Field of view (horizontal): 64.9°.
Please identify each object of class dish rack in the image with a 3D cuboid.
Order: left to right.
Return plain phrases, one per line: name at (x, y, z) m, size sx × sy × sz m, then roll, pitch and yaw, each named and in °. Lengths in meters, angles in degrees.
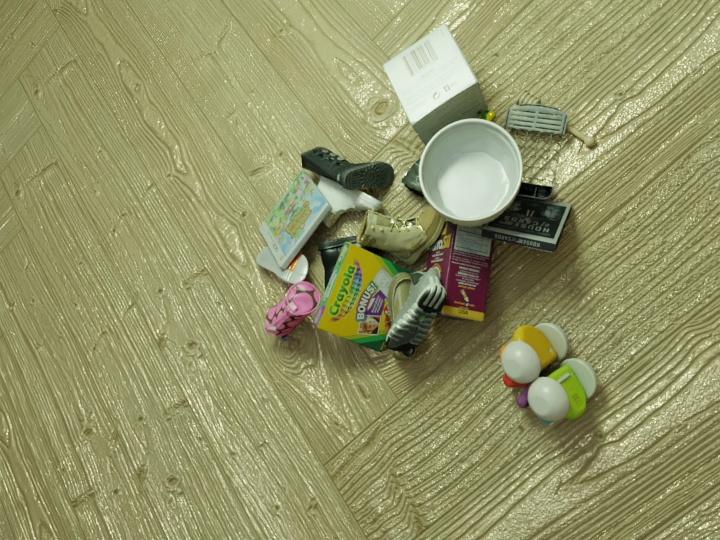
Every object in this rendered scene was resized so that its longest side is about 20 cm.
dish rack at (0.369, -0.265, 1.246) m, size 0.150 × 0.054 × 0.205 m, roll 14°, pitch 98°, yaw 26°

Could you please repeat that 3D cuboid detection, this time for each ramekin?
ramekin at (0.217, -0.183, 1.119) m, size 0.195 × 0.105 × 0.206 m, roll -2°, pitch 80°, yaw 12°

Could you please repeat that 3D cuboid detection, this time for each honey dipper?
honey dipper at (0.434, -0.336, 1.255) m, size 0.199 × 0.038 × 0.038 m, roll 40°, pitch 97°, yaw 21°

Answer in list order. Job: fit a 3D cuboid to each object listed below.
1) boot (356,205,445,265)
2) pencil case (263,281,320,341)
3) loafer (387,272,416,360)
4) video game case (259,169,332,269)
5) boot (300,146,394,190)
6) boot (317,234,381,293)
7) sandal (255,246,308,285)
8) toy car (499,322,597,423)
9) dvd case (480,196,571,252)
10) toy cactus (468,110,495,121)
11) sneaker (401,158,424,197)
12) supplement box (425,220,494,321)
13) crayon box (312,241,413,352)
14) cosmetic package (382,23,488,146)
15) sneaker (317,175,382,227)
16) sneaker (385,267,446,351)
boot at (0.089, -0.102, 1.249) m, size 0.201 × 0.152 × 0.074 m, roll 128°, pitch 156°, yaw -49°
pencil case at (-0.167, 0.098, 1.355) m, size 0.092 × 0.092 × 0.200 m, roll 60°, pitch 148°, yaw 9°
loafer at (0.106, 0.107, 1.276) m, size 0.074 × 0.067 × 0.205 m, roll -7°, pitch 100°, yaw -21°
video game case at (-0.170, -0.132, 1.437) m, size 0.201 × 0.022 × 0.183 m, roll -51°, pitch 44°, yaw 13°
boot at (-0.034, -0.258, 1.413) m, size 0.199 × 0.162 × 0.067 m, roll 29°, pitch 119°, yaw 46°
boot at (0.000, 0.000, 1.363) m, size 0.195 × 0.076 × 0.173 m, roll -11°, pitch 95°, yaw -2°
sandal at (-0.190, -0.011, 1.457) m, size 0.205 × 0.059 × 0.080 m, roll 23°, pitch 74°, yaw 45°
toy car at (0.360, 0.218, 1.143) m, size 0.202 × 0.173 × 0.151 m, roll 54°, pitch 137°, yaw 20°
dvd case at (0.349, -0.105, 1.178) m, size 0.147 × 0.200 × 0.025 m, roll 14°, pitch 123°, yaw 23°
toy cactus at (0.256, -0.249, 1.251) m, size 0.100 × 0.165 × 0.205 m, roll 3°, pitch 73°, yaw -20°
sneaker at (0.187, -0.192, 1.314) m, size 0.198 × 0.075 × 0.080 m, roll 34°, pitch 93°, yaw 23°
supplement box at (0.209, 0.002, 1.226) m, size 0.101 × 0.131 × 0.205 m, roll 11°, pitch 83°, yaw -13°
crayon box at (0.006, 0.062, 1.301) m, size 0.204 × 0.170 × 0.058 m, roll -68°, pitch 22°, yaw 0°
cosmetic package at (0.178, -0.399, 1.283) m, size 0.165 × 0.199 × 0.169 m, roll -30°, pitch 71°, yaw 15°
sneaker at (-0.041, -0.154, 1.409) m, size 0.198 × 0.073 × 0.118 m, roll 26°, pitch 93°, yaw 34°
sneaker at (0.117, 0.076, 1.207) m, size 0.201 × 0.074 × 0.117 m, roll -55°, pitch 22°, yaw 34°
